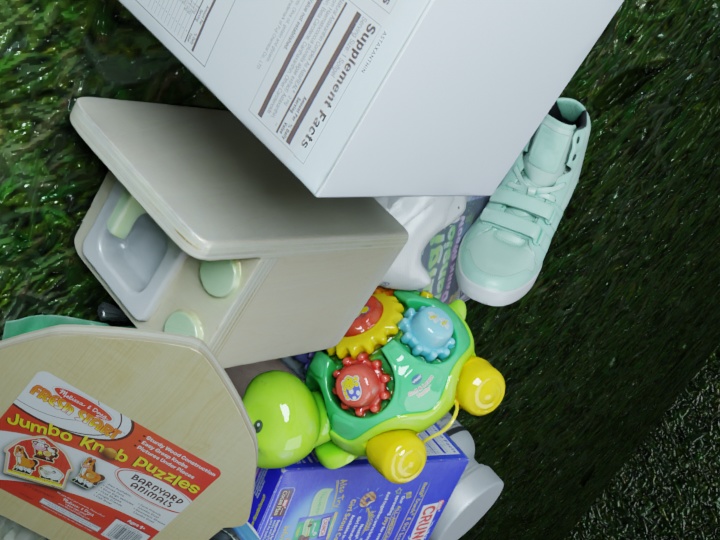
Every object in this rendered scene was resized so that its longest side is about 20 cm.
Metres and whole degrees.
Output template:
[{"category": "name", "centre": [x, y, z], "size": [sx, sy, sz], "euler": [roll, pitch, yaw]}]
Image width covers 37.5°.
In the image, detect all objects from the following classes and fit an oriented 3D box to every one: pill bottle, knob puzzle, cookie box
[{"category": "pill bottle", "centre": [0.044, 0.180, 1.088], "size": [0.116, 0.200, 0.117], "euler": [-36, 153, -21]}, {"category": "knob puzzle", "centre": [-0.148, 0.097, 0.637], "size": [0.030, 0.219, 0.220], "euler": [-83, -164, -53]}, {"category": "cookie box", "centre": [-0.027, 0.215, 0.942], "size": [0.199, 0.075, 0.172], "euler": [5, 119, -36]}]

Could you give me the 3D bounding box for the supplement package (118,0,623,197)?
[{"category": "supplement package", "centre": [-0.003, -0.153, 0.497], "size": [0.152, 0.200, 0.151], "euler": [-6, 135, -54]}]

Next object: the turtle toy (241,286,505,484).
[{"category": "turtle toy", "centre": [-0.002, 0.079, 0.771], "size": [0.200, 0.146, 0.101], "euler": [-38, 122, -14]}]

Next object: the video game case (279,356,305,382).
[{"category": "video game case", "centre": [0.000, 0.000, 0.866], "size": [0.200, 0.024, 0.182], "euler": [-60, 152, -13]}]

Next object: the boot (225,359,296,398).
[{"category": "boot", "centre": [-0.097, 0.083, 0.885], "size": [0.200, 0.070, 0.146], "euler": [-38, 152, -26]}]

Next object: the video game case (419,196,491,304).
[{"category": "video game case", "centre": [0.070, -0.044, 0.904], "size": [0.182, 0.023, 0.201], "euler": [-24, 132, -53]}]

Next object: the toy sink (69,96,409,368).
[{"category": "toy sink", "centre": [-0.090, -0.018, 0.656], "size": [0.200, 0.130, 0.112], "euler": [-6, 135, -56]}]

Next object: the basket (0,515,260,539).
[{"category": "basket", "centre": [-0.171, 0.199, 0.775], "size": [0.176, 0.200, 0.139], "euler": [-47, 148, 11]}]

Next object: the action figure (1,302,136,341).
[{"category": "action figure", "centre": [-0.174, 0.062, 0.739], "size": [0.200, 0.055, 0.118], "euler": [-9, 135, -47]}]

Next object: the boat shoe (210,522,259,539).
[{"category": "boat shoe", "centre": [-0.165, 0.270, 0.874], "size": [0.199, 0.075, 0.066], "euler": [-33, 169, 31]}]

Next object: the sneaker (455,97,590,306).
[{"category": "sneaker", "centre": [0.138, -0.068, 0.899], "size": [0.118, 0.074, 0.201], "euler": [94, 23, -47]}]

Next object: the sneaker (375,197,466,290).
[{"category": "sneaker", "centre": [0.041, -0.079, 0.766], "size": [0.075, 0.087, 0.201], "euler": [-145, -104, -76]}]
